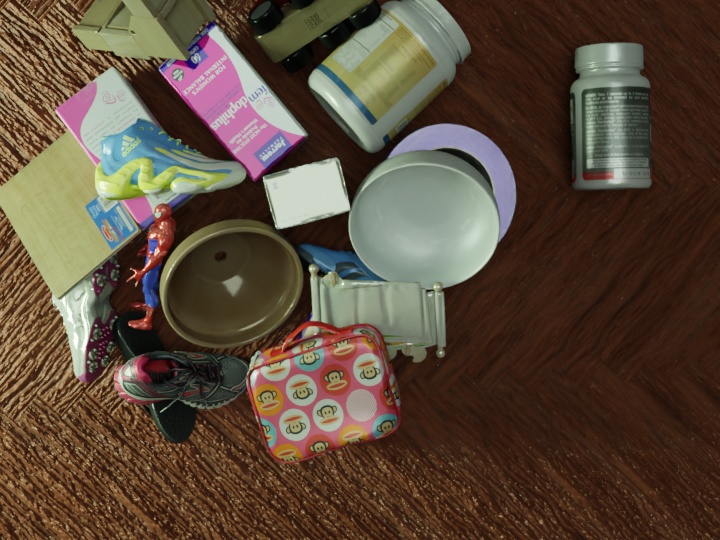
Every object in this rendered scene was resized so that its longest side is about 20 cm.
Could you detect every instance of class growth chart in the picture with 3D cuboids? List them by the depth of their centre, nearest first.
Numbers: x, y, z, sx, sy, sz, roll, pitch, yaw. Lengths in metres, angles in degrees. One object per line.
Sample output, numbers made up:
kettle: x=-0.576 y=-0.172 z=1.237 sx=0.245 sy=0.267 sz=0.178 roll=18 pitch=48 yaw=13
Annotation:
growth chart: x=0.024 y=0.063 z=1.352 sx=0.198 sy=0.018 sz=0.146 roll=6 pitch=125 yaw=2

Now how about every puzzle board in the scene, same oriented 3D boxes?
puzzle board: x=-0.409 y=-0.080 z=1.370 sx=0.150 sy=0.017 sz=0.201 roll=-38 pitch=70 yaw=3

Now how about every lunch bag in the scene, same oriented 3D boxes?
lunch bag: x=-0.053 y=0.155 z=1.338 sx=0.198 sy=0.082 sz=0.178 roll=-15 pitch=102 yaw=7

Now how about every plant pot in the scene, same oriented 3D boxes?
plant pot: x=-0.186 y=0.002 z=1.373 sx=0.199 sy=0.093 sz=0.202 roll=-12 pitch=129 yaw=-15

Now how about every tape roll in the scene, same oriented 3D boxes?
tape roll: x=0.118 y=-0.107 z=1.411 sx=0.198 sy=0.085 sz=0.202 roll=0 pitch=93 yaw=-3

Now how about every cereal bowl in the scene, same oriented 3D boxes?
cereal bowl: x=0.085 y=-0.077 z=1.308 sx=0.198 sy=0.084 sz=0.201 roll=2 pitch=126 yaw=3

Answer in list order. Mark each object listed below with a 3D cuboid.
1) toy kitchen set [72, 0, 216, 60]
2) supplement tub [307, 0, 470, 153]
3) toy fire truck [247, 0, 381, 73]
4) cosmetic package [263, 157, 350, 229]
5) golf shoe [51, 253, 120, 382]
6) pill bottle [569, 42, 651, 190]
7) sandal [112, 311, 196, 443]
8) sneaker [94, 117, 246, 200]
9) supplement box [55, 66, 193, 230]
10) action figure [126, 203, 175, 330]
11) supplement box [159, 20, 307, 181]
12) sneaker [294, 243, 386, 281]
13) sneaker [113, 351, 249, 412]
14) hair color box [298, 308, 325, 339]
toy kitchen set: x=-0.300 y=-0.402 z=1.291 sx=0.199 sy=0.181 sz=0.164 roll=13 pitch=65 yaw=33
supplement tub: x=0.041 y=-0.279 z=1.366 sx=0.200 sy=0.145 sz=0.145 roll=-43 pitch=95 yaw=-1
toy fire truck: x=-0.075 y=-0.405 z=1.371 sx=0.175 sy=0.201 sz=0.129 roll=-29 pitch=126 yaw=18
cosmetic package: x=-0.074 y=-0.101 z=1.340 sx=0.103 sy=0.200 sz=0.074 roll=-14 pitch=94 yaw=-2
golf shoe: x=-0.397 y=0.057 z=1.401 sx=0.091 sy=0.075 sz=0.202 roll=7 pitch=94 yaw=17
pill bottle: x=0.358 y=-0.217 z=1.406 sx=0.113 sy=0.114 sz=0.202 roll=-2 pitch=94 yaw=-4
sandal: x=-0.297 y=0.155 z=1.414 sx=0.048 sy=0.075 sz=0.202 roll=-32 pitch=82 yaw=42
sneaker: x=-0.252 y=-0.151 z=1.288 sx=0.198 sy=0.076 sz=0.106 roll=-6 pitch=93 yaw=-4
supplement box: x=-0.316 y=-0.168 z=1.370 sx=0.101 sy=0.103 sz=0.201 roll=-35 pitch=97 yaw=-1
action figure: x=-0.286 y=-0.010 z=1.346 sx=0.051 sy=0.066 sz=0.201 roll=15 pitch=125 yaw=-13
supplement box: x=-0.173 y=-0.231 z=1.369 sx=0.101 sy=0.103 sz=0.200 roll=-41 pitch=96 yaw=0
sneaker: x=0.000 y=0.000 z=1.423 sx=0.199 sy=0.066 sz=0.079 roll=28 pitch=79 yaw=-5
sneaker: x=-0.238 y=0.151 z=1.372 sx=0.199 sy=0.075 sz=0.081 roll=-1 pitch=69 yaw=-36
hair color box: x=-0.051 y=0.147 z=1.425 sx=0.109 sy=0.065 sz=0.201 roll=24 pitch=90 yaw=-4
